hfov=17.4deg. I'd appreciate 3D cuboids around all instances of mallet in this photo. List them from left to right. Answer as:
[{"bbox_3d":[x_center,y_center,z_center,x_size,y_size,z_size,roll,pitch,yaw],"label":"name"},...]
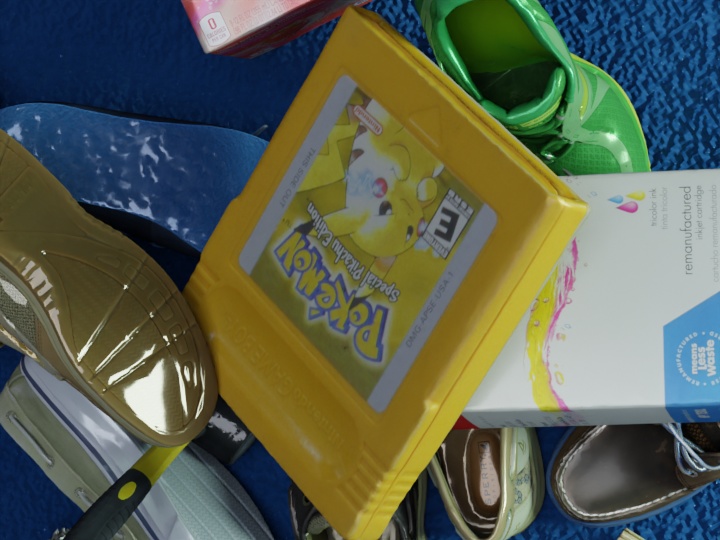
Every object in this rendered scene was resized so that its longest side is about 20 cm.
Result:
[{"bbox_3d":[-0.102,0.109,1.198,0.066,0.200,0.041,33,122,-4],"label":"mallet"}]

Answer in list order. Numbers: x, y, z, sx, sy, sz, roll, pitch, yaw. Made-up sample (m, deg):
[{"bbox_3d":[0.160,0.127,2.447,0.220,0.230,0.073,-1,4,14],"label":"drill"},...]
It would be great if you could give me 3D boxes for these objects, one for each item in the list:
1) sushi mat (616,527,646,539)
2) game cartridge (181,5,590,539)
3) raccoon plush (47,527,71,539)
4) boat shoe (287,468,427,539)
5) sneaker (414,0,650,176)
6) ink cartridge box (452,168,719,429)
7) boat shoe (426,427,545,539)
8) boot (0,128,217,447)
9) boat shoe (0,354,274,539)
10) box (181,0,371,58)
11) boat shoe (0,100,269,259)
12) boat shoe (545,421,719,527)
[{"bbox_3d":[0.197,0.227,1.232,0.200,0.012,0.096,32,101,8],"label":"sushi mat"},{"bbox_3d":[0.000,0.000,1.136,0.176,0.032,0.200,45,112,37],"label":"game cartridge"},{"bbox_3d":[-0.098,0.205,1.274,0.200,0.097,0.134,2,80,-18],"label":"raccoon plush"},{"bbox_3d":[-0.001,0.124,1.239,0.073,0.065,0.200,-14,90,14],"label":"boat shoe"},{"bbox_3d":[0.080,-0.088,1.167,0.074,0.084,0.200,-26,128,20],"label":"sneaker"},{"bbox_3d":[0.091,0.016,1.150,0.200,0.067,0.116,-3,79,12],"label":"ink cartridge box"},{"bbox_3d":[0.051,0.045,1.224,0.073,0.063,0.200,-17,89,13],"label":"boat shoe"},{"bbox_3d":[-0.172,0.025,1.211,0.200,0.155,0.073,45,58,-6],"label":"boot"},{"bbox_3d":[-0.117,0.119,1.269,0.200,0.072,0.062,49,117,14],"label":"boat shoe"},{"bbox_3d":[-0.003,-0.196,1.202,0.200,0.095,0.103,-25,88,12],"label":"box"},{"bbox_3d":[-0.100,-0.051,1.244,0.200,0.069,0.084,22,85,-7],"label":"boat shoe"},{"bbox_3d":[0.179,0.069,1.195,0.200,0.072,0.072,-34,87,12],"label":"boat shoe"}]
